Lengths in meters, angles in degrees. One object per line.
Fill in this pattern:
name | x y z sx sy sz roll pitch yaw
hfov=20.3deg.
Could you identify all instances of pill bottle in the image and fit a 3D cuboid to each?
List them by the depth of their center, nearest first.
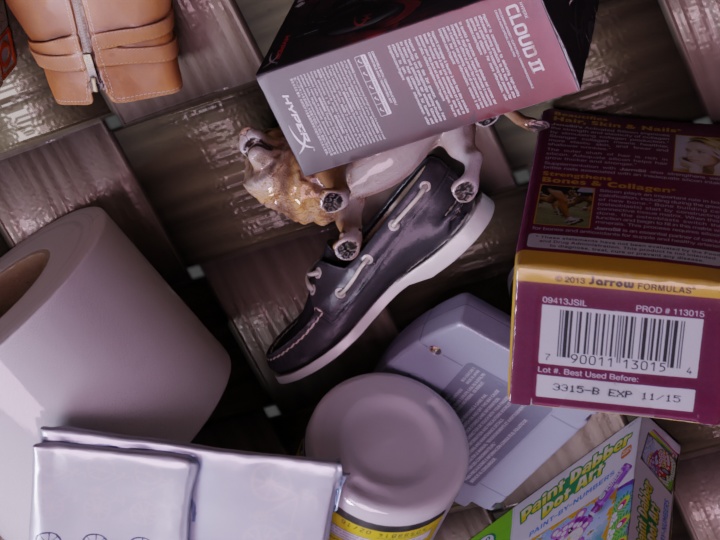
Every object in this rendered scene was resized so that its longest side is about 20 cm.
pill bottle | 0.000 0.165 1.390 0.111 0.111 0.200 20 144 0

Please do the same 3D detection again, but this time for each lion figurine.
lion figurine | 0.018 -0.080 1.290 0.200 0.123 0.073 -21 122 6

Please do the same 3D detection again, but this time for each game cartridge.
game cartridge | 0.074 0.091 1.376 0.133 0.041 0.200 26 144 -8

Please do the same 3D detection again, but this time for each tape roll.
tape roll | -0.207 0.072 1.363 0.202 0.203 0.139 -29 111 26

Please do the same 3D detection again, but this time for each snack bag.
snack bag | -0.116 0.192 1.297 0.200 0.021 0.189 7 119 -4

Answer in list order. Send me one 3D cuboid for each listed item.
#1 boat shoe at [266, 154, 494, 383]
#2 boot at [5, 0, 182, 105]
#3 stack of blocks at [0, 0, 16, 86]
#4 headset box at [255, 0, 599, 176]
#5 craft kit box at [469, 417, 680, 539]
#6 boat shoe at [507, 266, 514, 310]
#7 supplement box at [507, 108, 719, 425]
boat shoe | 0.000 0.000 1.349 0.060 0.074 0.200 43 117 -15
boot | -0.136 -0.179 1.263 0.200 0.077 0.156 -5 118 18
stack of blocks | -0.280 -0.196 1.262 0.058 0.115 0.200 0 120 12
headset box | 0.054 -0.147 1.200 0.200 0.149 0.075 -16 117 22
craft kit box | 0.131 0.218 1.383 0.049 0.198 0.200 43 120 -11
boat shoe | 0.191 0.046 1.337 0.200 0.071 0.072 14 123 4
supplement box | 0.164 -0.007 1.232 0.131 0.200 0.103 6 123 9
